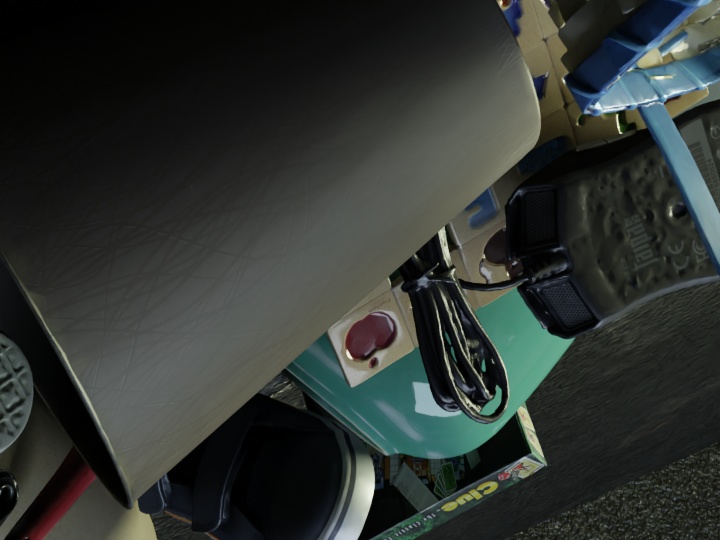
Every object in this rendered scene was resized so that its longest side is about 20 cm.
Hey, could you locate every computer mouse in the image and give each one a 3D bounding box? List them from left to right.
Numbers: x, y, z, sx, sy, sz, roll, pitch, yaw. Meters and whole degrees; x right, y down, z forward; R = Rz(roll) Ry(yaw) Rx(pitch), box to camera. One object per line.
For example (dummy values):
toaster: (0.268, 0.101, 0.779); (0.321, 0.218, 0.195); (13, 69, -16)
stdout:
computer mouse: (0.085, -0.040, 1.053); (0.199, 0.141, 0.046); (-29, -167, -21)

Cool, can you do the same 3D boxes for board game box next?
board game box: (0.017, 0.038, 1.256); (0.104, 0.201, 0.023); (-31, 140, 17)

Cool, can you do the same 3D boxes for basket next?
basket: (-0.046, -0.042, 0.923); (0.199, 0.181, 0.136); (-33, -156, -13)
basket: (0.159, -0.106, 0.933); (0.139, 0.201, 0.176); (-12, 162, -46)

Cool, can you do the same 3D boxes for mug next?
mug: (0.002, 0.003, 1.154); (0.115, 0.185, 0.152); (-51, -174, -4)

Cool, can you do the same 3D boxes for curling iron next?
curling iron: (-0.116, 0.068, 1.136); (0.200, 0.025, 0.050); (-44, 134, -33)

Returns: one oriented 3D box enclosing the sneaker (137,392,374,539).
sneaker: (-0.069, 0.088, 1.194); (0.079, 0.079, 0.200); (22, 177, -29)

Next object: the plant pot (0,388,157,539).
plant pot: (-0.199, 0.114, 1.200); (0.186, 0.188, 0.200); (-25, 153, -9)

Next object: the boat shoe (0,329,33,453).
boat shoe: (-0.211, 0.024, 0.894); (0.199, 0.075, 0.062); (20, 166, -34)

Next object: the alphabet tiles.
alphabet tiles: (0.052, -0.066, 1.047); (0.199, 0.168, 0.008); (-31, -146, -14)

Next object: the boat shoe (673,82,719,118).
boat shoe: (0.117, -0.048, 1.378); (0.201, 0.075, 0.086); (-23, 167, -6)
